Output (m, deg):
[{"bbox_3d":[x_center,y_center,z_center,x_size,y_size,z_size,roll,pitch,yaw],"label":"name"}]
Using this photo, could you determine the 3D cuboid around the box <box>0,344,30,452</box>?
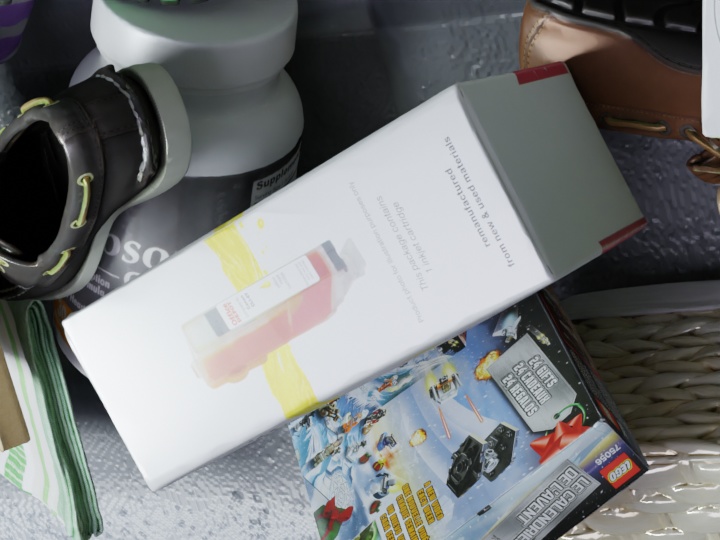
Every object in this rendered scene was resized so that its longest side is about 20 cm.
[{"bbox_3d":[-0.210,-0.026,0.945,0.163,0.021,0.201,-152,46,-67],"label":"box"}]

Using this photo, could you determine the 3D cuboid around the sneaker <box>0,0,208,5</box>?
[{"bbox_3d":[-0.112,-0.167,0.865,0.198,0.078,0.086,-7,134,-12],"label":"sneaker"}]

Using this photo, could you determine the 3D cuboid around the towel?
[{"bbox_3d":[-0.205,0.053,1.073,0.200,0.023,0.154,28,135,52],"label":"towel"}]

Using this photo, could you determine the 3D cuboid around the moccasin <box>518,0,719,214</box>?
[{"bbox_3d":[0.159,-0.067,0.835,0.200,0.074,0.078,14,124,21],"label":"moccasin"}]

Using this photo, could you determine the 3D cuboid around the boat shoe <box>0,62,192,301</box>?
[{"bbox_3d":[-0.144,-0.033,0.880,0.201,0.060,0.072,-37,74,54],"label":"boat shoe"}]

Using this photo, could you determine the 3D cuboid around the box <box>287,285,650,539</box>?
[{"bbox_3d":[0.036,0.061,0.876,0.137,0.200,0.040,-39,121,12],"label":"box"}]

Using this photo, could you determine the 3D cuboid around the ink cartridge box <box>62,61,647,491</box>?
[{"bbox_3d":[0.000,0.000,0.812,0.199,0.145,0.084,-28,89,24],"label":"ink cartridge box"}]

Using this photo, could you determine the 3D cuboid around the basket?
[{"bbox_3d":[0.176,0.092,0.885,0.199,0.124,0.136,-4,124,29],"label":"basket"}]

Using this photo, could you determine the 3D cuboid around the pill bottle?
[{"bbox_3d":[-0.088,-0.046,0.952,0.116,0.116,0.201,20,127,15],"label":"pill bottle"}]

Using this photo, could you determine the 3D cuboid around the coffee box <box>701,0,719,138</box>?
[{"bbox_3d":[0.233,-0.160,0.659,0.199,0.200,0.199,8,123,22],"label":"coffee box"}]

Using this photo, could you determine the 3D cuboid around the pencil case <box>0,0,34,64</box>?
[{"bbox_3d":[-0.181,-0.192,0.934,0.086,0.083,0.201,57,137,37],"label":"pencil case"}]
